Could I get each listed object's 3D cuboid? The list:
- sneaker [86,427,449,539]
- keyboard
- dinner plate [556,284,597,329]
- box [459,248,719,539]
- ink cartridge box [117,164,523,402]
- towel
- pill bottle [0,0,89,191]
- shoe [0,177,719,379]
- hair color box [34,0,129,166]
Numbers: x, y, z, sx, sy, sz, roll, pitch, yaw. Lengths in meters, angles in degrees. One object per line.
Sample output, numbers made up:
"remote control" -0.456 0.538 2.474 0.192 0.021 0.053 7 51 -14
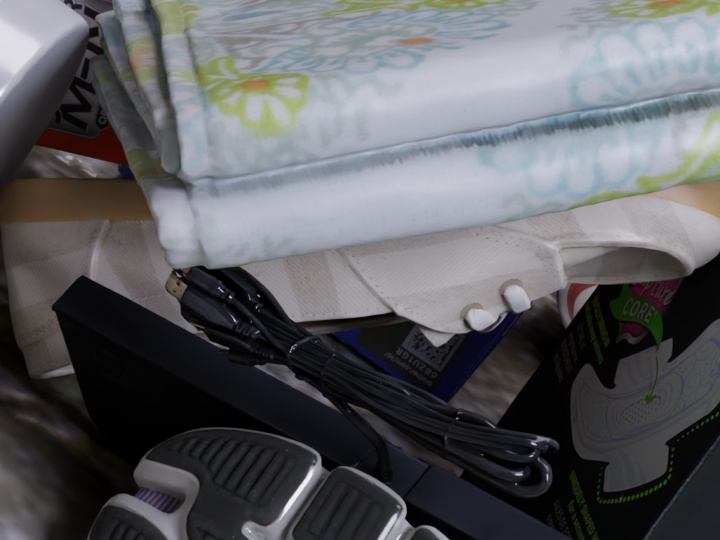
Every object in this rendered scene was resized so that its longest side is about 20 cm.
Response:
"sneaker" 0.019 0.114 0.655 0.200 0.081 0.083 34 -11 14
"keyboard" 0.010 0.051 0.664 0.200 0.021 0.127 27 -26 19
"dinner plate" 0.150 0.067 1.003 0.200 0.024 0.200 30 21 -13
"box" 0.138 0.054 0.757 0.148 0.200 0.124 27 22 -18
"ink cartridge box" 0.008 -0.035 0.940 0.136 0.076 0.200 36 22 4
"towel" 0.037 -0.051 0.675 0.200 0.048 0.171 -11 18 -6
"pill bottle" -0.175 -0.089 0.723 0.200 0.111 0.111 36 20 3
"shoe" 0.000 0.000 0.733 0.200 0.053 0.070 -2 -11 13
"hair color box" 0.003 -0.064 0.813 0.200 0.061 0.102 12 30 -10
